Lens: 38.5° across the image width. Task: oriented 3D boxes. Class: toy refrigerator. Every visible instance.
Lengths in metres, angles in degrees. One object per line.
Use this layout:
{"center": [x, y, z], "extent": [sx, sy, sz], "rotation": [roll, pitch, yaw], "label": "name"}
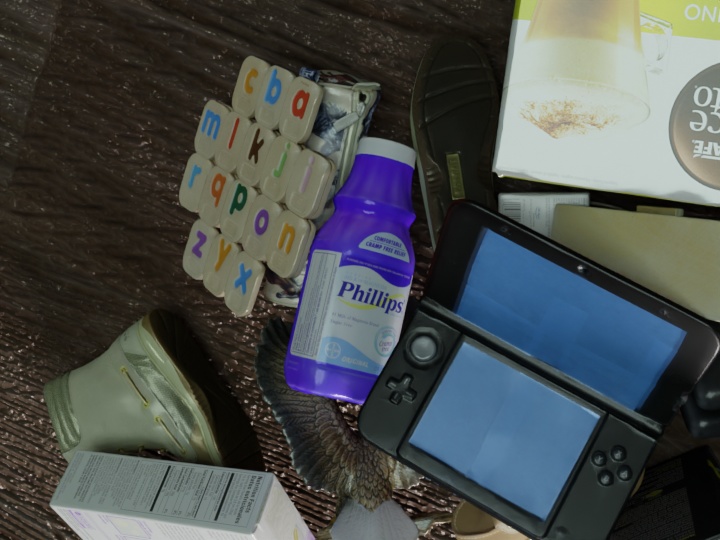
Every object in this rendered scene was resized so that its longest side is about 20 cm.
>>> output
{"center": [0.225, -0.009, 0.712], "extent": [0.200, 0.075, 0.071], "rotation": [15, 100, 58], "label": "toy refrigerator"}

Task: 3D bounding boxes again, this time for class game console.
{"center": [0.112, 0.080, 0.706], "extent": [0.199, 0.119, 0.173], "rotation": [28, 81, 14], "label": "game console"}

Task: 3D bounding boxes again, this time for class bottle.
{"center": [0.000, 0.000, 0.797], "extent": [0.065, 0.083, 0.202], "rotation": [6, 81, 56], "label": "bottle"}

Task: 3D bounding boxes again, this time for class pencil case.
{"center": [-0.032, -0.065, 0.860], "extent": [0.077, 0.089, 0.202], "rotation": [4, 100, -23], "label": "pencil case"}

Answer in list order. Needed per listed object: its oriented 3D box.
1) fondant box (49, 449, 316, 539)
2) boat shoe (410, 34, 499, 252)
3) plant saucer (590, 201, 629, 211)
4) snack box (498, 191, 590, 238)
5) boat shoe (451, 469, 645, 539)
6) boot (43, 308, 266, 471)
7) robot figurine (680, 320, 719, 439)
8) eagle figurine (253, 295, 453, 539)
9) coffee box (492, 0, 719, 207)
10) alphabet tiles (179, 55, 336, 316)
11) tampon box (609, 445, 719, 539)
{"center": [-0.146, 0.225, 0.893], "extent": [0.198, 0.059, 0.145], "rotation": [3, 140, 24], "label": "fondant box"}
{"center": [0.074, -0.088, 0.838], "extent": [0.071, 0.076, 0.202], "rotation": [1, 76, 1], "label": "boat shoe"}
{"center": [0.179, 0.042, 0.849], "extent": [0.198, 0.034, 0.202], "rotation": [2, 99, 13], "label": "plant saucer"}
{"center": [0.147, 0.038, 0.826], "extent": [0.071, 0.024, 0.202], "rotation": [0, 98, 13], "label": "snack box"}
{"center": [0.134, 0.172, 0.829], "extent": [0.064, 0.072, 0.200], "rotation": [28, 135, -24], "label": "boat shoe"}
{"center": [-0.188, 0.155, 0.942], "extent": [0.154, 0.072, 0.201], "rotation": [-31, 92, 19], "label": "boot"}
{"center": [0.332, 0.068, 0.753], "extent": [0.198, 0.150, 0.126], "rotation": [-9, 90, 1], "label": "robot figurine"}
{"center": [-0.002, 0.135, 0.863], "extent": [0.150, 0.151, 0.202], "rotation": [5, 105, 34], "label": "eagle figurine"}
{"center": [0.214, -0.153, 0.725], "extent": [0.198, 0.200, 0.200], "rotation": [10, 100, 13], "label": "coffee box"}
{"center": [-0.091, -0.071, 0.852], "extent": [0.200, 0.015, 0.197], "rotation": [32, 108, 49], "label": "alphabet tiles"}
{"center": [0.243, 0.247, 0.774], "extent": [0.126, 0.200, 0.151], "rotation": [-27, 91, 16], "label": "tampon box"}
